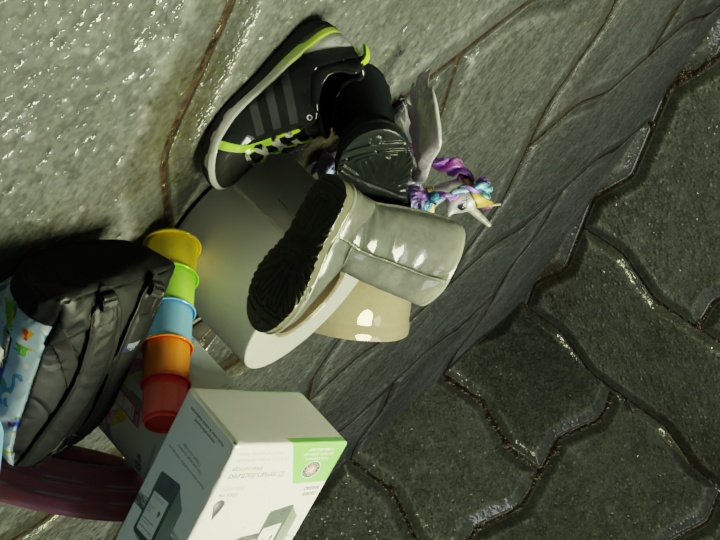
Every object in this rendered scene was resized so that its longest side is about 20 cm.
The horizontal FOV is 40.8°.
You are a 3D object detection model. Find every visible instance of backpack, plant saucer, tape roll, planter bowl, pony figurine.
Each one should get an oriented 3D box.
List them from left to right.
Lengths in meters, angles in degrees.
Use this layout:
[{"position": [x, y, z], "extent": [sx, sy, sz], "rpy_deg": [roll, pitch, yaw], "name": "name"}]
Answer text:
[{"position": [-0.270, 0.075, 0.857], "extent": [0.163, 0.153, 0.202], "rpy_deg": [-27, 135, -62], "name": "backpack"}, {"position": [-0.313, 0.216, 1.021], "extent": [0.201, 0.199, 0.051], "rpy_deg": [44, 58, -75], "name": "plant saucer"}, {"position": [-0.100, -0.011, 1.074], "extent": [0.203, 0.139, 0.203], "rpy_deg": [-43, 164, -15], "name": "tape roll"}, {"position": [-0.020, -0.002, 1.275], "extent": [0.200, 0.199, 0.136], "rpy_deg": [-12, 116, -65], "name": "planter bowl"}, {"position": [0.052, -0.120, 1.161], "extent": [0.198, 0.195, 0.167], "rpy_deg": [-18, 178, -2], "name": "pony figurine"}]

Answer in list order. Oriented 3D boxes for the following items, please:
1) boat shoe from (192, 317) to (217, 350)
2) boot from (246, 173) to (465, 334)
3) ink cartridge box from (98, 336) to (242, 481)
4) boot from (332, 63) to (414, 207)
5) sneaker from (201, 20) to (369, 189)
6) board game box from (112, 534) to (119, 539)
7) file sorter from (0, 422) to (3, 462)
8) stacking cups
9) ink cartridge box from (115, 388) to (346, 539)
[{"position": [-0.237, 0.129, 1.211], "extent": [0.200, 0.057, 0.067], "rpy_deg": [-39, 164, -27], "name": "boat shoe"}, {"position": [0.001, 0.002, 0.970], "extent": [0.182, 0.073, 0.199], "rpy_deg": [-54, 145, 11], "name": "boot"}, {"position": [-0.212, 0.124, 0.989], "extent": [0.084, 0.200, 0.145], "rpy_deg": [-34, 160, -38], "name": "ink cartridge box"}, {"position": [0.004, -0.147, 0.992], "extent": [0.076, 0.169, 0.200], "rpy_deg": [-15, 154, 2], "name": "boot"}, {"position": [-0.070, -0.145, 0.918], "extent": [0.200, 0.083, 0.072], "rpy_deg": [-50, 165, 10], "name": "sneaker"}, {"position": [-0.170, 0.233, 0.972], "extent": [0.200, 0.019, 0.103], "rpy_deg": [-38, 163, -18], "name": "board game box"}, {"position": [-0.372, 0.157, 0.690], "extent": [0.200, 0.122, 0.139], "rpy_deg": [-43, 166, -43], "name": "file sorter"}, {"position": [-0.185, 0.059, 0.925], "extent": [0.060, 0.201, 0.061], "rpy_deg": [-3, 147, -2], "name": "stacking cups"}, {"position": [-0.125, 0.214, 0.889], "extent": [0.145, 0.084, 0.201], "rpy_deg": [9, 114, -49], "name": "ink cartridge box"}]
